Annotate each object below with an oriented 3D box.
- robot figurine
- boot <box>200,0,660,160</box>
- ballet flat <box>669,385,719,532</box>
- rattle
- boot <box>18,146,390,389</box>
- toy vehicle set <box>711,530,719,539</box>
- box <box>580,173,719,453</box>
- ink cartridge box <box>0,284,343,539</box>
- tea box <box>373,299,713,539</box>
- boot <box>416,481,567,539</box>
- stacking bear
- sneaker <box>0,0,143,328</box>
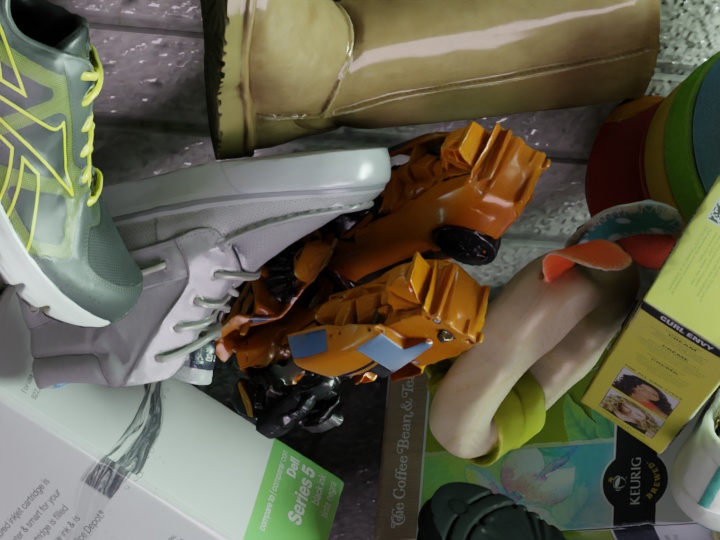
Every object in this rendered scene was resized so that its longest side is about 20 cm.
[{"bbox_3d":[0.000,0.000,1.289,0.058,0.146,0.200,35,151,-24],"label":"robot figurine"},{"bbox_3d":[0.031,-0.113,1.221,0.199,0.067,0.175,-9,161,-6],"label":"boot"},{"bbox_3d":[0.206,0.035,1.303,0.069,0.200,0.070,25,145,19],"label":"ballet flat"},{"bbox_3d":[0.061,-0.009,1.308,0.130,0.143,0.200,-25,157,-11],"label":"rattle"},{"bbox_3d":[-0.069,0.002,1.274,0.199,0.096,0.073,-10,179,31],"label":"boot"},{"bbox_3d":[0.240,0.091,1.392,0.200,0.026,0.125,-53,147,-24],"label":"toy vehicle set"},{"bbox_3d":[0.147,0.021,1.246,0.050,0.075,0.200,32,167,6],"label":"box"},{"bbox_3d":[-0.133,0.117,1.404,0.199,0.084,0.146,34,128,-13],"label":"ink cartridge box"},{"bbox_3d":[0.130,0.120,1.487,0.195,0.134,0.200,-6,149,17],"label":"tea box"},{"bbox_3d":[0.078,0.217,1.385,0.198,0.073,0.163,38,126,5],"label":"boot"},{"bbox_3d":[0.175,-0.052,1.296,0.121,0.114,0.200,-31,-175,-30],"label":"stacking bear"},{"bbox_3d":[-0.137,-0.061,1.187,0.084,0.075,0.200,-28,121,8],"label":"sneaker"}]
